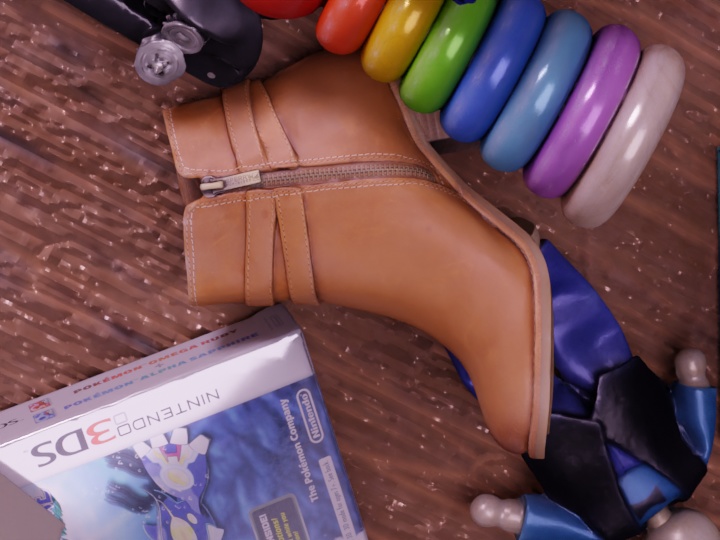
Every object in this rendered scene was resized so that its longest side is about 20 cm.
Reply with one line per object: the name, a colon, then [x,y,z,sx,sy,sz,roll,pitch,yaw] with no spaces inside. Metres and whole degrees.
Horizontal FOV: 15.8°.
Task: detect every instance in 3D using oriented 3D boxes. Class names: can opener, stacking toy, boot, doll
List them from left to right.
can opener: [-0.123,-0.142,1.109,0.199,0.079,0.063,26,137,-18]
boot: [0.000,0.000,1.144,0.154,0.074,0.201,-12,72,-5]
stacking toy: [0.033,-0.100,1.095,0.199,0.085,0.086,29,97,-3]
doll: [0.106,0.075,1.235,0.136,0.048,0.200,-40,109,-1]

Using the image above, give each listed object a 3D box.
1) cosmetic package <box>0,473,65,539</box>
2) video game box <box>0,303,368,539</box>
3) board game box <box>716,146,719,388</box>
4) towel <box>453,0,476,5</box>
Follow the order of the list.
cosmetic package: [-0.237,0.095,1.104,0.200,0.073,0.104,40,108,-11]
video game box: [-0.087,0.139,1.202,0.181,0.047,0.201,-20,110,-7]
board game box: [0.221,0.038,1.176,0.047,0.200,0.152,-8,108,-14]
towel: [-0.004,-0.214,1.034,0.049,0.200,0.148,-23,138,-41]
